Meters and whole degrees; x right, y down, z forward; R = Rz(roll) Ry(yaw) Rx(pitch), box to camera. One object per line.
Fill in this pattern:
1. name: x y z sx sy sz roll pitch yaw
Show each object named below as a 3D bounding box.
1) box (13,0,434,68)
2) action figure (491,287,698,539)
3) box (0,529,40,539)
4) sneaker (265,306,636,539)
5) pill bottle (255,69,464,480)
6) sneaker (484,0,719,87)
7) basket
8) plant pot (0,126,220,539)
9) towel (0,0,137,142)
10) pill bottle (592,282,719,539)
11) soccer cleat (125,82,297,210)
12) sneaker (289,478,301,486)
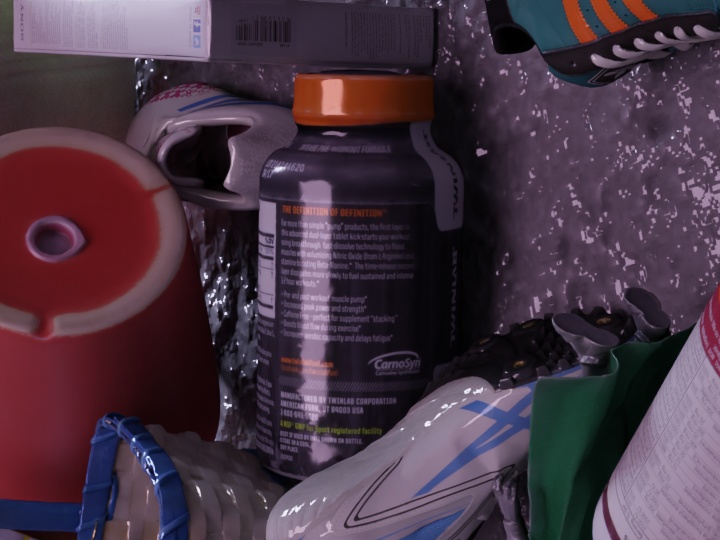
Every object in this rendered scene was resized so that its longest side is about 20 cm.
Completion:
1. box: -0.077 -0.128 1.003 0.199 0.143 0.037 12 102 51
2. action figure: 0.101 0.106 0.843 0.055 0.117 0.201 42 136 43
3. box: -0.220 0.177 1.065 0.117 0.199 0.049 128 160 -63
4. sneaker: 0.050 0.088 0.876 0.073 0.199 0.072 53 -177 -17
5. pill bottle: 0.000 0.000 0.949 0.106 0.106 0.202 11 102 51
6. sneaker: 0.125 -0.117 0.813 0.200 0.071 0.081 23 116 54
7. basket: -0.122 0.149 0.931 0.176 0.198 0.140 -145 65 -69
8. plant pot: -0.172 0.030 1.057 0.201 0.199 0.178 59 155 29
9. towel: -0.194 -0.123 1.120 0.034 0.200 0.134 11 103 24
10. pill bottle: 0.159 0.089 0.751 0.110 0.109 0.201 50 130 36
11. soccer cleat: -0.096 -0.073 1.080 0.199 0.086 0.071 8 100 52
12. sneaker: -0.079 0.165 1.078 0.200 0.095 0.080 -29 69 48
